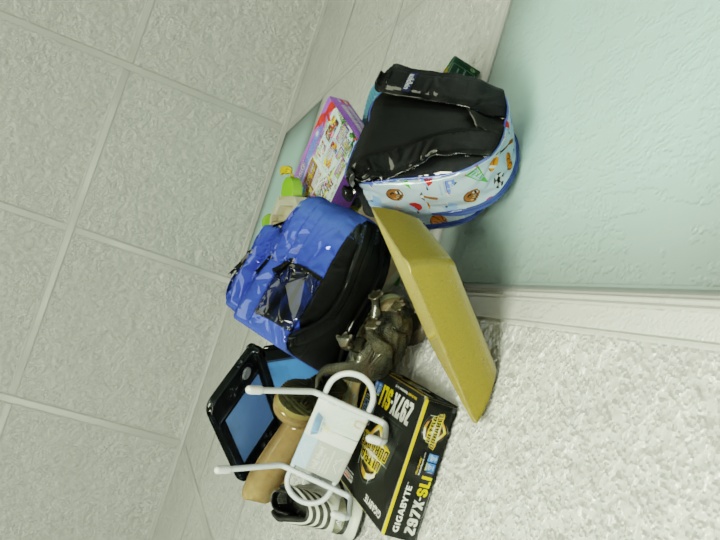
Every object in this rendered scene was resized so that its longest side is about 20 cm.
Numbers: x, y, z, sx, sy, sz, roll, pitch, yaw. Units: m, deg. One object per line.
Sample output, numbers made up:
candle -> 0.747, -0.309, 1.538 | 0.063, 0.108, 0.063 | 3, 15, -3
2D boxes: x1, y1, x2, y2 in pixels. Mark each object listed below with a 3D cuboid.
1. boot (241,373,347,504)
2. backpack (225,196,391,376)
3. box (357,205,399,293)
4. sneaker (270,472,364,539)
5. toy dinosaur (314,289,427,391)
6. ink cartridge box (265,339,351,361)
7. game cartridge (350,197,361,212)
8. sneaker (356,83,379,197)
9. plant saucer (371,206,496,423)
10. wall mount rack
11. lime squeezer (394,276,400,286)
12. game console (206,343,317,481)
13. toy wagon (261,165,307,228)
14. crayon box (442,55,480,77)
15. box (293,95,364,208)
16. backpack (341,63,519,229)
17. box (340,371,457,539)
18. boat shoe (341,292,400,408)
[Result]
boot -> -0.105, 0.242, 0.997 | 0.201, 0.066, 0.175 | -57, -20, 15
backpack -> -0.066, 0.005, 0.944 | 0.201, 0.167, 0.163 | -58, -24, -6
box -> 0.000, 0.000, 1.058 | 0.201, 0.095, 0.078 | -55, -16, -2
sneaker -> -0.074, 0.314, 1.036 | 0.200, 0.115, 0.076 | -178, 107, -73
toy dinosaur -> 0.026, 0.094, 0.916 | 0.077, 0.103, 0.200 | 8, 47, 40
ink cartridge box -> -0.068, 0.108, 1.194 | 0.201, 0.144, 0.148 | -96, 29, -55
game cartridge -> -0.032, -0.072, 1.174 | 0.199, 0.041, 0.134 | -30, 50, 8
sneaker -> 0.025, -0.200, 1.140 | 0.201, 0.076, 0.081 | -61, -18, 23
plant saucer -> 0.085, 0.034, 0.796 | 0.048, 0.201, 0.200 | -24, 23, 0
wall mount rack -> -0.067, 0.206, 0.861 | 0.075, 0.173, 0.201 | -71, 4, -72
lime squeezer -> 0.077, -0.079, 1.124 | 0.071, 0.037, 0.202 | 153, 133, -67
game console -> -0.112, 0.205, 1.056 | 0.176, 0.116, 0.201 | -56, -30, -37
toy wagon -> -0.108, -0.059, 1.115 | 0.155, 0.039, 0.202 | 10, 95, 61
crayon box -> 0.100, -0.214, 1.117 | 0.200, 0.051, 0.126 | -56, 6, 44
box -> -0.050, -0.144, 1.113 | 0.201, 0.039, 0.137 | -62, 38, 30
backpack -> 0.096, -0.141, 0.886 | 0.189, 0.154, 0.201 | -3, 57, 31
box -> 0.039, 0.216, 0.899 | 0.161, 0.049, 0.200 | -70, 16, -2
boat shoe -> 0.024, 0.131, 1.033 | 0.076, 0.071, 0.201 | 50, 127, 52
